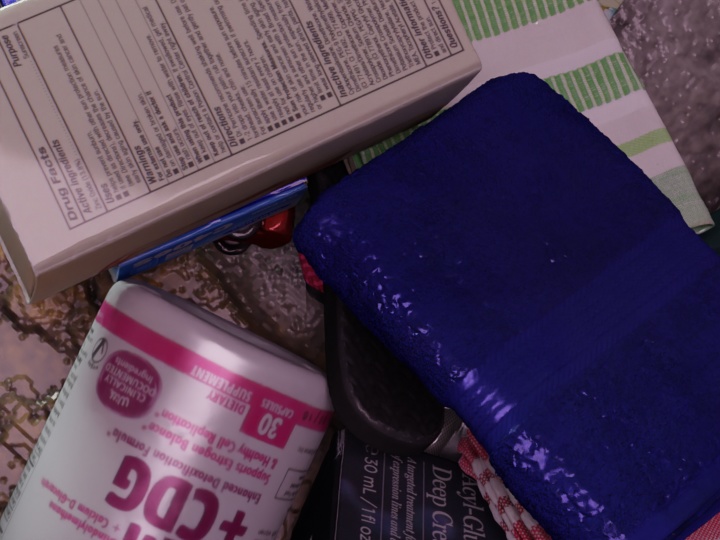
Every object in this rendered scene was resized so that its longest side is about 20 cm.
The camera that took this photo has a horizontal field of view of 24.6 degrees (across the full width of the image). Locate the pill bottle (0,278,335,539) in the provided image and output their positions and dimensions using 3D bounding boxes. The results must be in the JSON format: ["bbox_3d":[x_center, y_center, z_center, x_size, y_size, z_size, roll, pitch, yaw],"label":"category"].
[{"bbox_3d":[-0.098,0.116,0.719,0.113,0.113,0.202,25,89,-3],"label":"pill bottle"}]

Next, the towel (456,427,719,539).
[{"bbox_3d":[0.137,0.135,0.673,0.145,0.030,0.201,-1,46,-30],"label":"towel"}]

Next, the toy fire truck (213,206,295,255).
[{"bbox_3d":[-0.123,-0.089,0.780,0.198,0.049,0.143,7,80,-7],"label":"toy fire truck"}]

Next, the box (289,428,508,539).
[{"bbox_3d":[0.063,0.177,0.698,0.198,0.149,0.108,18,120,-9],"label":"box"}]

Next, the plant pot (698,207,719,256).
[{"bbox_3d":[0.237,0.012,0.735,0.141,0.200,0.142,-31,87,-10],"label":"plant pot"}]

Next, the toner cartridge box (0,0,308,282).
[{"bbox_3d":[-0.107,-0.106,0.738,0.094,0.043,0.202,-23,85,-13],"label":"toner cartridge box"}]

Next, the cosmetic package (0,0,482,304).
[{"bbox_3d":[-0.065,-0.076,0.673,0.199,0.087,0.104,-24,86,-16],"label":"cosmetic package"}]

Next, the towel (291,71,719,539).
[{"bbox_3d":[0.083,0.020,0.680,0.147,0.050,0.200,-34,70,-27],"label":"towel"}]

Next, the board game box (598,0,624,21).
[{"bbox_3d":[0.026,-0.159,0.817,0.199,0.029,0.135,37,79,-1],"label":"board game box"}]

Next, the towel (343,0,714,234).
[{"bbox_3d":[0.054,-0.085,0.759,0.151,0.023,0.201,-18,69,-13],"label":"towel"}]

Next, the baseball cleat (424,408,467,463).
[{"bbox_3d":[0.052,0.032,0.776,0.105,0.070,0.202,17,80,-5],"label":"baseball cleat"}]

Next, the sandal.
[{"bbox_3d":[0.000,0.000,0.752,0.075,0.045,0.202,21,47,-26],"label":"sandal"}]
